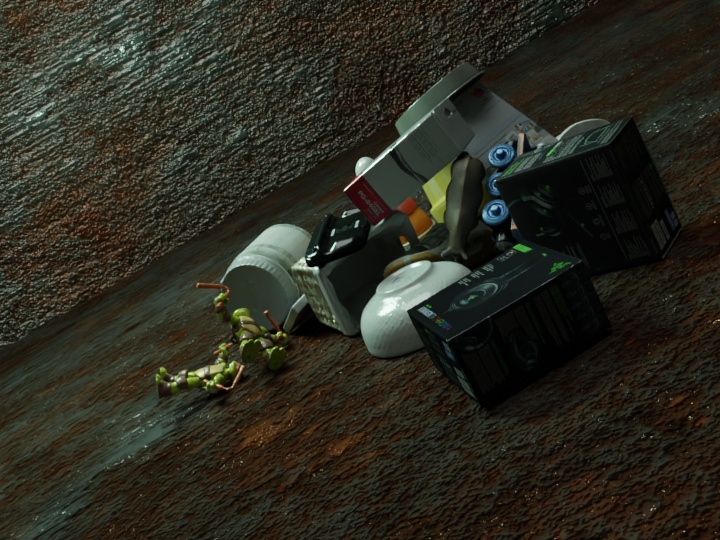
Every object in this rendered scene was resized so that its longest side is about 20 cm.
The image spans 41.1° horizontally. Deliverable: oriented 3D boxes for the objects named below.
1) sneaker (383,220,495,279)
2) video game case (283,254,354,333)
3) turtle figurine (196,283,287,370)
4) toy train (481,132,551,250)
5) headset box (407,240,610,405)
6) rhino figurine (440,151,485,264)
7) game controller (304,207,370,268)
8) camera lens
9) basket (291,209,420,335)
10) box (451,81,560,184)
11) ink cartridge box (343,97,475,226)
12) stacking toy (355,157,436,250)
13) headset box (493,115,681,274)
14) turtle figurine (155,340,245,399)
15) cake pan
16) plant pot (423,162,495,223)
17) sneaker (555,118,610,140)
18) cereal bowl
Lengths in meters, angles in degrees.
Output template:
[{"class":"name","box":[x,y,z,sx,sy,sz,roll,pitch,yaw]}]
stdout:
[{"class":"sneaker","box":[0.125,-0.031,1.617,0.199,0.076,0.088,-21,39,-8]},{"class":"video game case","box":[-0.063,0.024,1.761,0.200,0.017,0.143,-46,-5,-21]},{"class":"turtle figurine","box":[-0.199,0.104,1.654,0.064,0.200,0.161,-49,34,7]},{"class":"toy train","box":[0.259,-0.122,1.514,0.113,0.087,0.201,-3,60,23]},{"class":"headset box","box":[0.183,0.055,1.179,0.199,0.093,0.174,-30,15,-6]},{"class":"rhino figurine","box":[0.161,-0.089,1.525,0.059,0.202,0.087,8,6,8]},{"class":"game controller","box":[-0.034,-0.057,1.588,0.104,0.042,0.200,-11,20,9]},{"class":"camera lens","box":[-0.168,0.011,1.903,0.159,0.161,0.200,-21,16,28]},{"class":"basket","box":[0.000,0.000,1.649,0.200,0.136,0.123,-35,19,-24]},{"class":"box","box":[0.233,-0.229,1.683,0.156,0.200,0.041,-41,-18,-29]},{"class":"ink cartridge box","box":[0.083,-0.180,1.582,0.200,0.083,0.145,-39,5,24]},{"class":"stacking toy","box":[0.051,-0.136,1.906,0.145,0.201,0.146,-25,13,6]},{"class":"headset box","box":[0.304,-0.089,1.313,0.199,0.175,0.093,-17,18,43]},{"class":"turtle figurine","box":[-0.272,0.183,1.690,0.160,0.065,0.200,-10,22,1]},{"class":"cake pan","box":[0.139,-0.307,1.742,0.200,0.037,0.200,-40,0,0]},{"class":"plant pot","box":[0.185,-0.197,1.788,0.200,0.189,0.201,-40,-1,-1]},{"class":"sneaker","box":[0.397,-0.233,1.865,0.199,0.076,0.088,-27,2,11]},{"class":"cereal bowl","box":[0.084,0.045,1.460,0.199,0.084,0.200,-27,15,8]}]
